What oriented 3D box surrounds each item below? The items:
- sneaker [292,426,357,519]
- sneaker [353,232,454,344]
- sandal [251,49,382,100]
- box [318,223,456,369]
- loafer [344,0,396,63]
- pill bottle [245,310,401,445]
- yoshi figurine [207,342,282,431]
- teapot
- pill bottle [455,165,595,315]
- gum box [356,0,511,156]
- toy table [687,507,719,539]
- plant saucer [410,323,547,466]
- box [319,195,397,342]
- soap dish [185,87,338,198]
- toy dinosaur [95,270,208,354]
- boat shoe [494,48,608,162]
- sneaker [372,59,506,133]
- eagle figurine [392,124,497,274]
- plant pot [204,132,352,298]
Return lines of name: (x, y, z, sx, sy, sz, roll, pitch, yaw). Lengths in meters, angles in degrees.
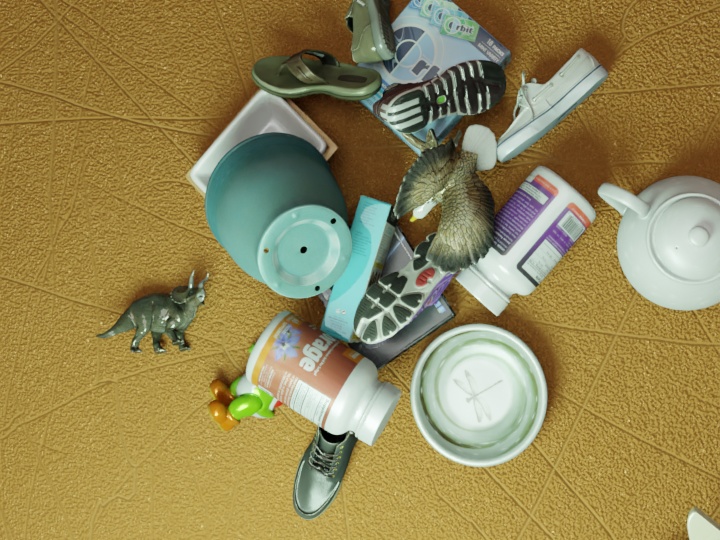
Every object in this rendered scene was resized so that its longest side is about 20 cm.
sneaker: (-0.057, 0.276, 1.339, 0.074, 0.106, 0.203, 24, 92, 12)
sneaker: (0.076, 0.039, 1.283, 0.199, 0.084, 0.080, -41, 55, -16)
sandal: (-0.065, -0.298, 1.348, 0.197, 0.058, 0.081, 6, 52, 12)
box: (0.025, 0.028, 1.369, 0.159, 0.044, 0.202, -33, 81, 7)
loafer: (0.004, -0.390, 1.360, 0.069, 0.075, 0.203, -20, 55, 21)
pill bottle: (-0.048, 0.150, 1.245, 0.198, 0.112, 0.113, 29, 93, 11)
yoshi figurine: (-0.139, 0.152, 1.366, 0.197, 0.112, 0.114, -26, 75, 6)
teapot: (0.441, -0.043, 1.236, 0.196, 0.146, 0.201, -14, 84, 11)
pill bottle: (0.230, -0.038, 1.296, 0.111, 0.111, 0.201, 42, 95, 11)
gum box: (0.099, -0.299, 1.373, 0.170, 0.045, 0.200, 43, 95, 11)
toy table: (0.483, 0.416, 1.198, 0.199, 0.184, 0.118, 35, 111, 2)
plant saucer: (0.172, 0.179, 1.327, 0.196, 0.050, 0.204, -1, 87, 12)
box: (0.000, 0.000, 1.311, 0.048, 0.082, 0.204, 17, 90, 12)
soap dish: (-0.149, -0.163, 1.397, 0.157, 0.081, 0.200, 44, 96, 11)
toy dinosaur: (-0.315, 0.075, 1.433, 0.196, 0.077, 0.104, -11, 73, 16)
boat shoe: (0.257, -0.249, 1.323, 0.201, 0.075, 0.086, -41, 81, 4)
sneaker: (0.104, -0.259, 1.313, 0.197, 0.115, 0.077, -19, 114, -22)
eagle figurine: (0.116, -0.110, 1.265, 0.149, 0.201, 0.153, 7, 120, -3)
plant pot: (-0.101, -0.065, 1.263, 0.196, 0.188, 0.203, -9, 119, -18)
